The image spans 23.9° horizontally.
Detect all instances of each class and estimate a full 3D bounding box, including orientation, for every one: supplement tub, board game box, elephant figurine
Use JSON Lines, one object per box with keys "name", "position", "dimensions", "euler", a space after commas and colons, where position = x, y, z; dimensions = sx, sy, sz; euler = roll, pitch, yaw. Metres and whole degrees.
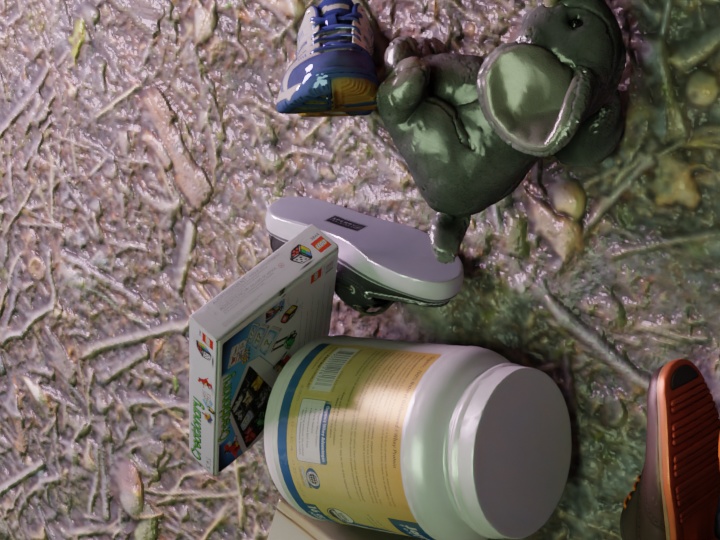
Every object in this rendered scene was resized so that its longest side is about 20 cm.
{"name": "supplement tub", "position": [0.042, 0.126, 1.271], "dimensions": [0.199, 0.144, 0.145], "euler": [3, 104, 42]}
{"name": "board game box", "position": [-0.077, 0.066, 1.323], "dimensions": [0.035, 0.126, 0.200], "euler": [40, 150, 21]}
{"name": "elephant figurine", "position": [0.121, -0.125, 1.153], "dimensions": [0.199, 0.142, 0.155], "euler": [-15, 121, 28]}

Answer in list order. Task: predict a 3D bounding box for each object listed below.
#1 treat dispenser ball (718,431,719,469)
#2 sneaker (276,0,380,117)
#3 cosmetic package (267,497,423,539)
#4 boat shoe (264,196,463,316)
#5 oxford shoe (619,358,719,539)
{"name": "treat dispenser ball", "position": [0.310, 0.111, 0.989], "dimensions": [0.200, 0.200, 0.202], "euler": [13, 110, 39]}
{"name": "sneaker", "position": [-0.024, -0.157, 1.236], "dimensions": [0.075, 0.200, 0.089], "euler": [-1, 94, -3]}
{"name": "cosmetic package", "position": [0.028, 0.248, 1.347], "dimensions": [0.200, 0.103, 0.073], "euler": [33, 121, 30]}
{"name": "boat shoe", "position": [0.000, 0.000, 1.328], "dimensions": [0.199, 0.070, 0.067], "euler": [20, 122, 37]}
{"name": "oxford shoe", "position": [0.209, 0.157, 1.183], "dimensions": [0.072, 0.071, 0.201], "euler": [9, 108, 45]}
